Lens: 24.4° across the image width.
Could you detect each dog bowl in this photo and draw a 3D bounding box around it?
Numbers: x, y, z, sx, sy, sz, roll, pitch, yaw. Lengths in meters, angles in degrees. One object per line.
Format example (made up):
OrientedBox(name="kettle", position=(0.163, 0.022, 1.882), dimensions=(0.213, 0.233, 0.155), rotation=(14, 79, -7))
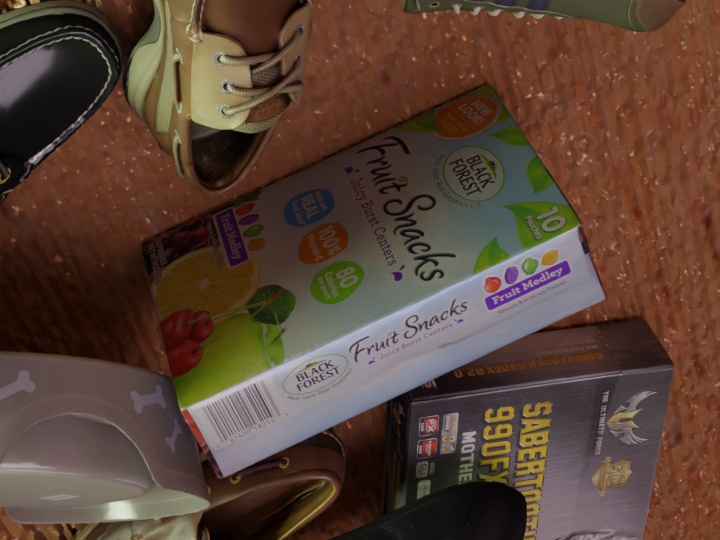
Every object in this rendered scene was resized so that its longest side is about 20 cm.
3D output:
OrientedBox(name="dog bowl", position=(-0.170, 0.083, 0.802), dimensions=(0.198, 0.059, 0.200), rotation=(0, 166, 0))

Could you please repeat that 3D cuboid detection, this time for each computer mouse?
OrientedBox(name="computer mouse", position=(0.008, 0.183, 0.926), dimensions=(0.199, 0.053, 0.139), rotation=(-25, 144, 1))

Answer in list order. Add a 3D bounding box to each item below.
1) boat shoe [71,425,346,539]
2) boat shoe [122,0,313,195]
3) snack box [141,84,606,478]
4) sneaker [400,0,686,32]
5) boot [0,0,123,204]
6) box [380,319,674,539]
OrientedBox(name="boat shoe", position=(-0.092, 0.147, 0.930), dimensions=(0.200, 0.068, 0.072), rotation=(-37, 127, 10))
OrientedBox(name="boat shoe", position=(-0.050, -0.096, 0.711), dimensions=(0.075, 0.074, 0.200), rotation=(-20, 164, -20))
OrientedBox(name="snack box", position=(0.000, 0.000, 0.807), dimensions=(0.199, 0.143, 0.053), rotation=(-24, 127, 1))
OrientedBox(name="sneaker", position=(0.054, -0.152, 0.772), dimensions=(0.200, 0.067, 0.090), rotation=(29, 119, -32))
OrientedBox(name="boot", position=(-0.181, -0.020, 0.725), dimensions=(0.203, 0.154, 0.074), rotation=(-32, 128, 7))
OrientedBox(name="box", position=(0.093, 0.130, 0.991), dimensions=(0.157, 0.048, 0.201), rotation=(-6, 127, -13))
